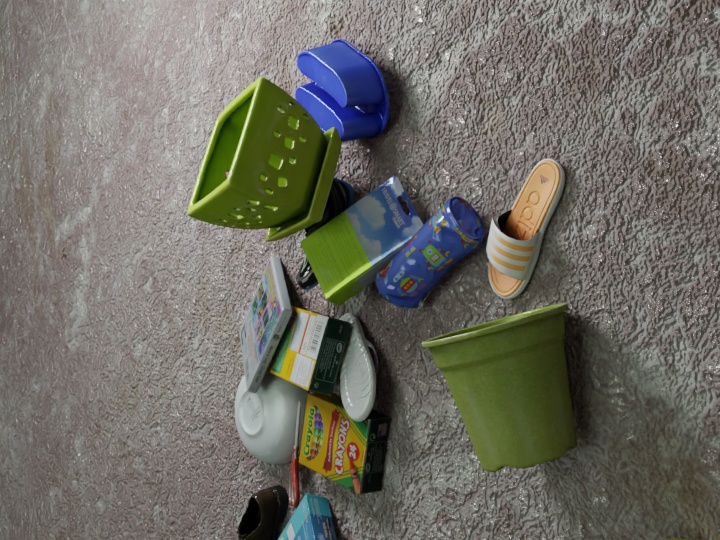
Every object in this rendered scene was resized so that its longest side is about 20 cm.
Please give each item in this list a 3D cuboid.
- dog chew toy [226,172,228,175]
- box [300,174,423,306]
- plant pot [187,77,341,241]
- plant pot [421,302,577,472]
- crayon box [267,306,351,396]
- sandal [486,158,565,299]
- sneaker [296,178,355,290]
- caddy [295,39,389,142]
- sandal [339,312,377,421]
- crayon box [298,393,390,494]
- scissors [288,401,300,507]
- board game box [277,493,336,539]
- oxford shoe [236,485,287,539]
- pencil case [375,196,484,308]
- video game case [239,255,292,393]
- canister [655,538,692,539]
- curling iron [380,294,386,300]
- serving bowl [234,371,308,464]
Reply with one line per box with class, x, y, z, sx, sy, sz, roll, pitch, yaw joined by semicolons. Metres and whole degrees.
dog chew toy;-0.175;-0.206;1.671;0.199;0.124;0.126;-7;82;40
box;0.009;-0.049;1.456;0.199;0.048;0.123;-34;61;13
plant pot;-0.150;-0.164;1.473;0.199;0.180;0.202;-19;51;58
plant pot;0.200;0.158;1.182;0.200;0.199;0.186;-19;84;46
crayon box;-0.096;0.134;1.566;0.200;0.051;0.127;10;84;61
sandal;0.217;-0.062;1.256;0.079;0.059;0.208;35;113;44
sneaker;-0.076;-0.066;1.555;0.071;0.082;0.201;24;97;54
caddy;-0.026;-0.305;1.518;0.200;0.104;0.142;46;141;38
sandal;0.002;0.157;1.492;0.082;0.050;0.204;-43;42;36
crayon box;-0.040;0.287;1.528;0.199;0.050;0.128;12;97;49
scissors;-0.118;0.329;1.610;0.073;0.014;0.202;-164;74;-79
board game box;-0.105;0.515;1.553;0.201;0.047;0.151;-61;27;27
oxford shoe;-0.199;0.500;1.668;0.072;0.084;0.202;18;102;45
pencil case;0.107;-0.020;1.363;0.087;0.078;0.200;45;125;5
video game case;-0.179;0.097;1.663;0.183;0.024;0.200;-65;22;22
canister;0.395;0.417;1.002;0.148;0.086;0.202;-7;83;48
curling iron;0.000;0.000;1.521;0.199;0.025;0.050;28;106;46
serving bowl;-0.179;0.263;1.675;0.199;0.065;0.202;-6;82;48
